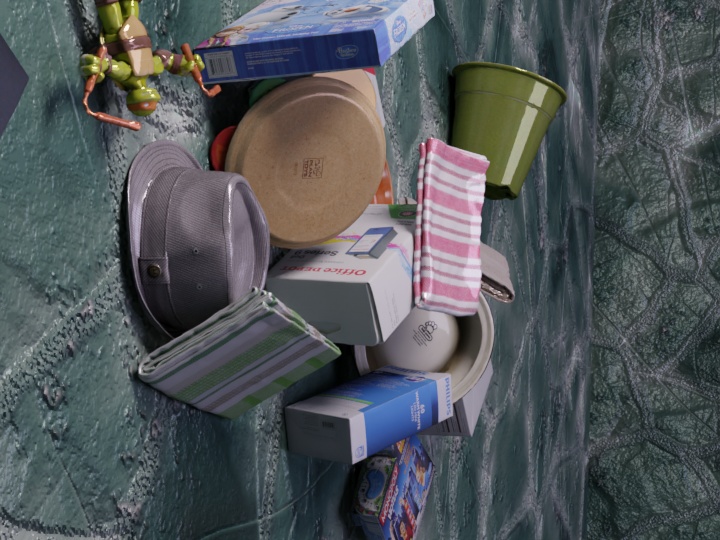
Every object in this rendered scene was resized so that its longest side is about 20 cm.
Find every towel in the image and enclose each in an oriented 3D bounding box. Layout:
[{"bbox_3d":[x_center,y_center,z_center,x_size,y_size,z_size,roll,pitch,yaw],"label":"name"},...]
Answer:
[{"bbox_3d":[-0.115,0.086,1.223,0.031,0.149,0.200,64,9,24],"label":"towel"},{"bbox_3d":[0.135,-0.033,1.801,0.035,0.200,0.133,-55,-168,22],"label":"towel"},{"bbox_3d":[0.108,-0.048,1.472,0.146,0.030,0.201,9,83,-59],"label":"towel"}]

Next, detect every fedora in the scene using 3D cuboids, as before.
[{"bbox_3d":[-0.145,-0.027,1.192,0.177,0.090,0.201,-16,104,-69],"label":"fedora"}]

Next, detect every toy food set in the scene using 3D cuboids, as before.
[{"bbox_3d":[-0.062,-0.118,1.336,0.197,0.049,0.201,-21,122,-21],"label":"toy food set"}]

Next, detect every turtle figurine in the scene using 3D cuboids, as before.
[{"bbox_3d":[-0.200,-0.204,1.092,0.200,0.064,0.162,-23,104,-59],"label":"turtle figurine"}]

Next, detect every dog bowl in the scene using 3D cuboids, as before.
[{"bbox_3d":[0.073,0.085,1.653,0.074,0.199,0.201,-153,-124,-69],"label":"dog bowl"}]

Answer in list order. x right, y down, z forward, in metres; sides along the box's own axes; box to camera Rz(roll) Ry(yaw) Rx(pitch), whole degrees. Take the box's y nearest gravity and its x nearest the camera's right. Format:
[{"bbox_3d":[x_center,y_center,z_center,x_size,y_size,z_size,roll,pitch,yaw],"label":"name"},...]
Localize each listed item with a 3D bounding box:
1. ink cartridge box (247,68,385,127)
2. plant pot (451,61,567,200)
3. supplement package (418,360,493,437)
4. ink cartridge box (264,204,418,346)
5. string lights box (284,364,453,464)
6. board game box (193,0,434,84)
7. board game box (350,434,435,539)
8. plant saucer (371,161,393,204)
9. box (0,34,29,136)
[{"bbox_3d":[-0.048,-0.191,1.466,0.200,0.082,0.146,-60,144,-54],"label":"ink cartridge box"},{"bbox_3d":[0.228,-0.224,2.089,0.200,0.199,0.191,33,70,-66],"label":"plant pot"},{"bbox_3d":[0.114,0.119,1.844,0.156,0.110,0.201,-63,146,-51],"label":"supplement package"},{"bbox_3d":[0.000,0.000,1.459,0.200,0.145,0.088,-47,131,-48],"label":"ink cartridge box"},{"bbox_3d":[0.014,0.170,1.507,0.200,0.102,0.059,-17,106,-48],"label":"string lights box"},{"bbox_3d":[-0.044,-0.253,1.313,0.199,0.199,0.044,-53,137,-59],"label":"board game box"},{"bbox_3d":[0.033,0.283,1.696,0.200,0.061,0.200,-69,149,-44],"label":"board game box"},{"bbox_3d":[-0.002,-0.082,1.658,0.200,0.032,0.201,0,90,-68],"label":"plant saucer"},{"bbox_3d":[-0.299,-0.109,0.632,0.148,0.199,0.105,66,31,-46],"label":"box"}]
